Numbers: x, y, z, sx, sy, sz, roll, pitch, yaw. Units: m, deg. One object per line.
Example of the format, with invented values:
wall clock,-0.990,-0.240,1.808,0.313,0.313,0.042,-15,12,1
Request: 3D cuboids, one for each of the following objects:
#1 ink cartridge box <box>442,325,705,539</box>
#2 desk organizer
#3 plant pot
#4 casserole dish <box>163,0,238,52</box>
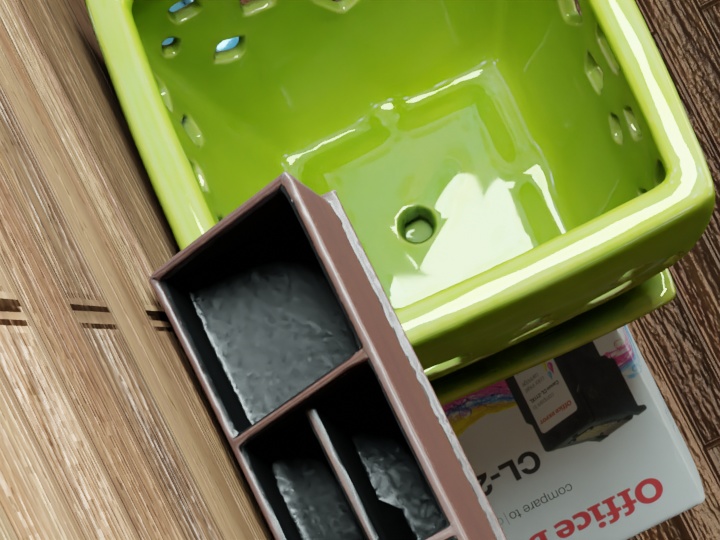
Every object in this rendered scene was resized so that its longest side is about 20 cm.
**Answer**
ink cartridge box,0.057,0.047,1.248,0.200,0.145,0.083,62,5,-12
desk organizer,-0.003,0.072,0.873,0.200,0.072,0.077,64,6,10
plant pot,0.021,-0.045,1.089,0.182,0.199,0.199,69,-3,-71
casserole dish,-0.082,-0.110,1.280,0.121,0.039,0.200,64,3,20
